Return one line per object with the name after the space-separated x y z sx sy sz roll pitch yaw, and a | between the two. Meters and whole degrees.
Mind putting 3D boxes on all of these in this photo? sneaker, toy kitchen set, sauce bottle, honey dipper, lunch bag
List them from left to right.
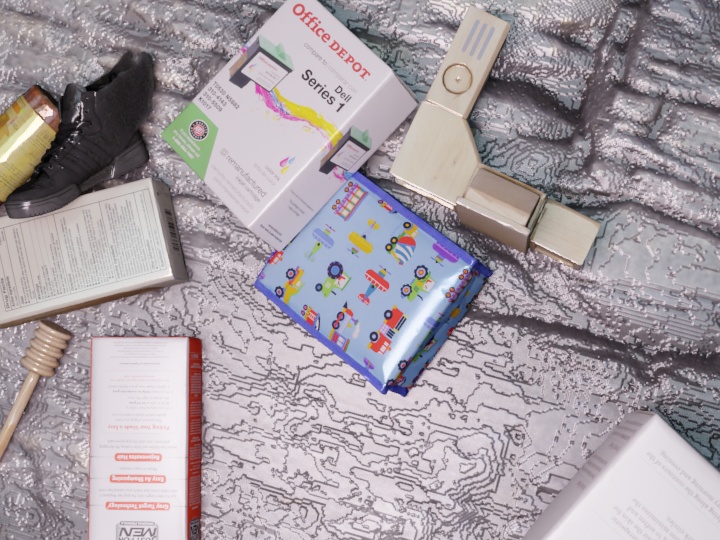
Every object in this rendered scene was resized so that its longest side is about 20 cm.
-0.370 -0.095 1.485 0.200 0.066 0.066 -45 83 0 | sauce bottle
-0.345 0.146 1.484 0.038 0.038 0.202 27 93 7 | honey dipper
-0.272 -0.132 1.442 0.060 0.199 0.105 4 117 45 | sneaker
0.000 0.000 1.434 0.199 0.094 0.151 37 94 17 | lunch bag
0.149 -0.123 1.379 0.198 0.163 0.182 26 89 7 | toy kitchen set

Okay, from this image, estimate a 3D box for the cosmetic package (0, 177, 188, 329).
-0.278 -0.015 1.466 0.197 0.071 0.107 -13 86 5 | cosmetic package

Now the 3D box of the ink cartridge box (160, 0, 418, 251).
-0.067 -0.145 1.427 0.200 0.084 0.145 -46 65 2 | ink cartridge box

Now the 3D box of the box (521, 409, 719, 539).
0.268 0.251 1.323 0.199 0.200 0.172 42 89 7 | box

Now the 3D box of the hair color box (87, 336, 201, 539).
-0.208 0.166 1.452 0.100 0.061 0.203 0 85 6 | hair color box
